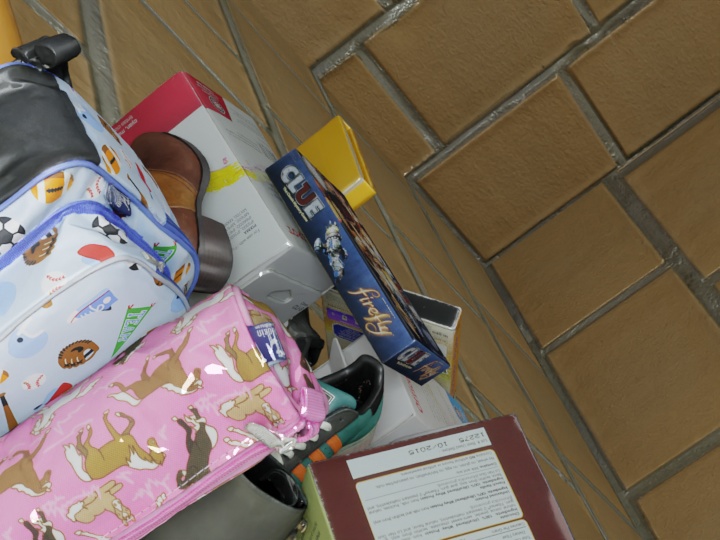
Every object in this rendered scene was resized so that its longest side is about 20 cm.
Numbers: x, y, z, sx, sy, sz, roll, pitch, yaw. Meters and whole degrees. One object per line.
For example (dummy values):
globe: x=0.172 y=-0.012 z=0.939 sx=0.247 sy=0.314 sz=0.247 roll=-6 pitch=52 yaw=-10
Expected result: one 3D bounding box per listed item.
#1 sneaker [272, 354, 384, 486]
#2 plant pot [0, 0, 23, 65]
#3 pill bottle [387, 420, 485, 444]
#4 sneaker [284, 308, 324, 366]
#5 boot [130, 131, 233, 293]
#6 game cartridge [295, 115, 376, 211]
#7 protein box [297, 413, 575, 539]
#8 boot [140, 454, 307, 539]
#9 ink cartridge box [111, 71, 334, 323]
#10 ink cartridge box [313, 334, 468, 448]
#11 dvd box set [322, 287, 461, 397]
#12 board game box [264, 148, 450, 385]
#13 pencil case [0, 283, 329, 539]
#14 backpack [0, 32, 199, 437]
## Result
sneaker: x=-0.051 y=0.122 z=0.801 sx=0.071 sy=0.080 sz=0.200 roll=30 pitch=35 yaw=22
plant pot: x=-0.280 y=-0.143 z=0.606 sx=0.200 sy=0.199 sz=0.184 roll=-101 pitch=167 yaw=-66
pill bottle: x=0.091 y=0.235 z=0.896 sx=0.111 sy=0.111 sz=0.201 roll=27 pitch=50 yaw=-66
sneaker: x=-0.078 y=0.059 z=1.125 sx=0.091 sy=0.066 sz=0.200 roll=56 pitch=12 yaw=-15
boot: x=-0.208 y=-0.067 z=0.797 sx=0.199 sy=0.069 sz=0.189 roll=17 pitch=38 yaw=-38
game cartridge: x=-0.079 y=-0.062 z=1.121 sx=0.032 sy=0.200 sz=0.176 roll=45 pitch=14 yaw=-26
protein box: x=0.047 y=0.230 z=0.629 sx=0.199 sy=0.134 sz=0.201 roll=106 pitch=-32 yaw=-52
boot: x=-0.062 y=0.178 z=0.610 sx=0.200 sy=0.138 sz=0.078 roll=44 pitch=14 yaw=-44
ink cartridge box: x=-0.135 y=-0.044 z=0.971 sx=0.200 sy=0.144 sz=0.145 roll=57 pitch=10 yaw=20
ink cartridge box: x=0.024 y=0.164 z=1.046 sx=0.200 sy=0.125 sz=0.129 roll=45 pitch=13 yaw=-39
dvd box set: x=0.034 y=0.085 z=1.144 sx=0.146 sy=0.029 sz=0.200 roll=17 pitch=-33 yaw=15
board game box: x=0.000 y=0.000 z=0.928 sx=0.200 sy=0.035 sz=0.135 roll=58 pitch=7 yaw=20
pencil case: x=-0.115 y=0.090 z=0.513 sx=0.083 sy=0.200 sz=0.087 roll=57 pitch=0 yaw=-14
backpack: x=-0.175 y=0.003 z=0.574 sx=0.154 sy=0.200 sz=0.190 roll=59 pitch=5 yaw=17
